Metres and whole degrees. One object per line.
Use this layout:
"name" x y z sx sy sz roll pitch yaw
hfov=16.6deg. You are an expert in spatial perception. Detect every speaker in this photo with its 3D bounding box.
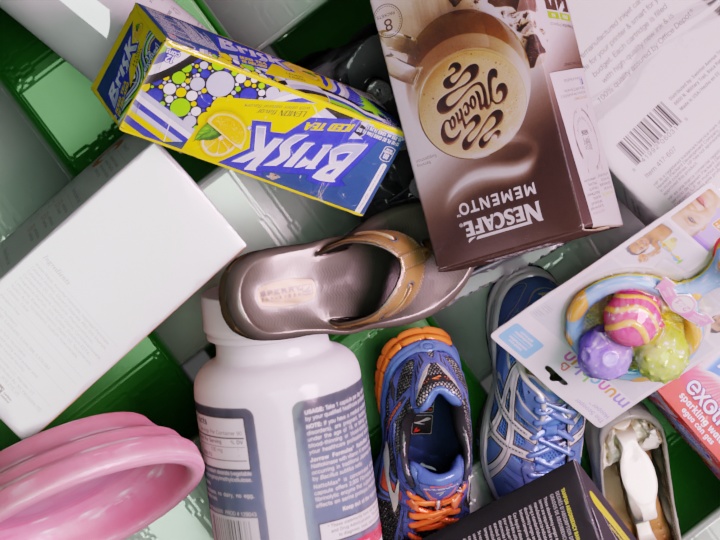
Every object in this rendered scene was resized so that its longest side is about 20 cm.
"speaker" -0.171 -0.170 1.674 0.200 0.081 0.081 39 91 -14

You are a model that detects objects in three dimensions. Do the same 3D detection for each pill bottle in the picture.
"pill bottle" -0.054 0.109 1.720 0.119 0.120 0.202 -8 100 -9

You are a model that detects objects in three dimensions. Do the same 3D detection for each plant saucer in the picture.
"plant saucer" -0.205 0.153 1.675 0.199 0.201 0.051 -24 72 -6

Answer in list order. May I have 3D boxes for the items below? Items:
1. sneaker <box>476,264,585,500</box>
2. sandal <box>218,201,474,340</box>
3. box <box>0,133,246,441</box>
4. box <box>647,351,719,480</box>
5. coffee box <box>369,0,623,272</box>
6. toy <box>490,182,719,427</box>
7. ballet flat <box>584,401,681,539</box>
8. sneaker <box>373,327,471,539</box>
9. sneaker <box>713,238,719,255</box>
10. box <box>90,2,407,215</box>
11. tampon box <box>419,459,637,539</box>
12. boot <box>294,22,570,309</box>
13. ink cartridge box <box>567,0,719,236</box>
"sneaker" 0.125 0.100 1.773 0.075 0.077 0.202 -9 102 -10
"sandal" 0.000 0.000 1.659 0.199 0.054 0.082 -10 87 -29
"box" -0.188 0.005 1.676 0.200 0.124 0.098 -42 104 -1
"box" 0.258 0.075 1.782 0.095 0.100 0.200 -42 103 -1
"coffee box" 0.090 -0.110 1.647 0.112 0.080 0.201 -16 85 25
"toy" 0.197 0.037 1.661 0.115 0.047 0.200 40 120 -22
"ballet flat" 0.204 0.190 1.808 0.067 0.064 0.201 -14 101 -8
"sneaker" 0.045 0.145 1.747 0.075 0.079 0.201 -10 115 -8
"sneaker" 0.342 -0.058 1.790 0.200 0.071 0.113 -38 99 5
"box" -0.071 -0.105 1.627 0.199 0.064 0.070 19 110 -33
"tampon box" 0.109 0.257 1.719 0.199 0.127 0.150 -28 130 12
"boot" 0.061 -0.089 1.743 0.164 0.066 0.201 -28 98 -7
"ink cartridge box" 0.202 -0.132 1.705 0.146 0.084 0.200 -43 73 -1
